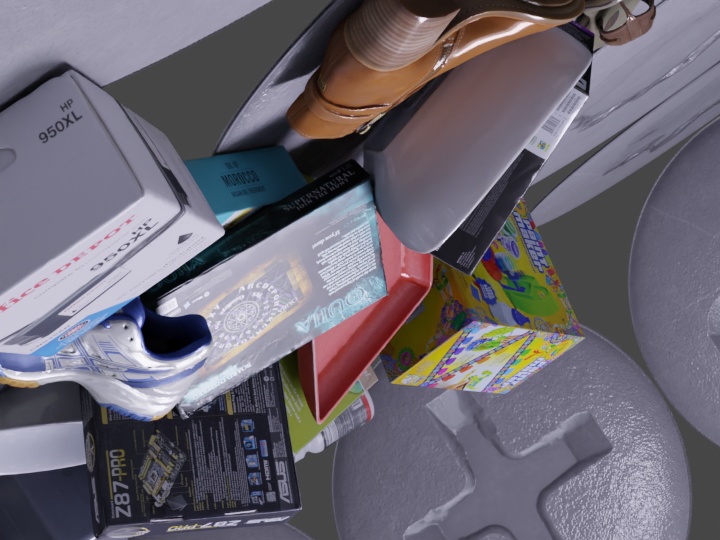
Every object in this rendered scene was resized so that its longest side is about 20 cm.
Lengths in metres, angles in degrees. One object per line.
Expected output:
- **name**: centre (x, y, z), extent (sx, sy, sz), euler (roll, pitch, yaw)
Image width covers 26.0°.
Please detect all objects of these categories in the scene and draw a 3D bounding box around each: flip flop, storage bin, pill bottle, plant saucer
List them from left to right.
- **storage bin**: centre (-0.315, 0.228, 1.533), extent (0.145, 0.200, 0.135), euler (-28, 160, -32)
- **pill bottle**: centre (-0.080, 0.303, 3.211), extent (0.199, 0.116, 0.116), euler (-30, 172, -21)
- **plant saucer**: centre (0.000, 0.000, 1.354), extent (0.200, 0.036, 0.201), euler (-49, 151, -36)
- **flip flop**: centre (0.242, -0.235, 1.442), extent (0.081, 0.058, 0.200), euler (-33, 172, -3)

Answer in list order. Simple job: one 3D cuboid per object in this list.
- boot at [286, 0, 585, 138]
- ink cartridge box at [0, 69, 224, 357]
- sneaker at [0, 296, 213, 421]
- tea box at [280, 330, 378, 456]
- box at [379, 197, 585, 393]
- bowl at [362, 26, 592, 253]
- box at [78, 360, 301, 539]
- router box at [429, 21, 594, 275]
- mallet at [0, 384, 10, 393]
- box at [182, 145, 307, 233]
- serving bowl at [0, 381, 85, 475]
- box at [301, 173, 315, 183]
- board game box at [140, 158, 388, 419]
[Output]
- **boot**: centre (0.051, -0.153, 1.078), extent (0.199, 0.077, 0.155), euler (-25, 167, -41)
- **ink cartridge box**: centre (-0.175, -0.024, 0.900), extent (0.144, 0.085, 0.200), euler (-35, 172, 3)
- **sneaker**: centre (-0.192, 0.035, 1.058), extent (0.199, 0.076, 0.088), euler (19, 127, -38)
- **tea box**: centre (-0.130, 0.108, 1.438), extent (0.199, 0.135, 0.196), euler (-13, -160, 50)
- **box**: centre (0.097, 0.006, 1.599), extent (0.122, 0.202, 0.192), euler (-38, 150, 32)
- **bowl**: centre (0.074, -0.117, 1.192), extent (0.200, 0.075, 0.200), euler (-50, -171, 2)
- **box**: centre (-0.140, 0.105, 1.239), extent (0.159, 0.202, 0.049), euler (-2, 159, -24)
- **router box**: centre (0.132, -0.113, 1.365), extent (0.201, 0.051, 0.150), euler (-58, -174, 29)
- **mallet**: centre (-0.308, 0.069, 1.133), extent (0.065, 0.041, 0.200), euler (-31, 168, 0)
- **box**: centre (-0.119, -0.043, 1.154), extent (0.082, 0.049, 0.200), euler (-37, 171, 27)
- **serving bowl**: centre (-0.279, 0.121, 1.313), extent (0.198, 0.067, 0.200), euler (-8, 165, -2)
- **box**: centre (-0.101, -0.024, 1.354), extent (0.199, 0.048, 0.122), euler (-35, 173, 8)
- **board game box**: centre (-0.072, 0.016, 1.184), extent (0.199, 0.028, 0.136), euler (-30, 141, -19)
